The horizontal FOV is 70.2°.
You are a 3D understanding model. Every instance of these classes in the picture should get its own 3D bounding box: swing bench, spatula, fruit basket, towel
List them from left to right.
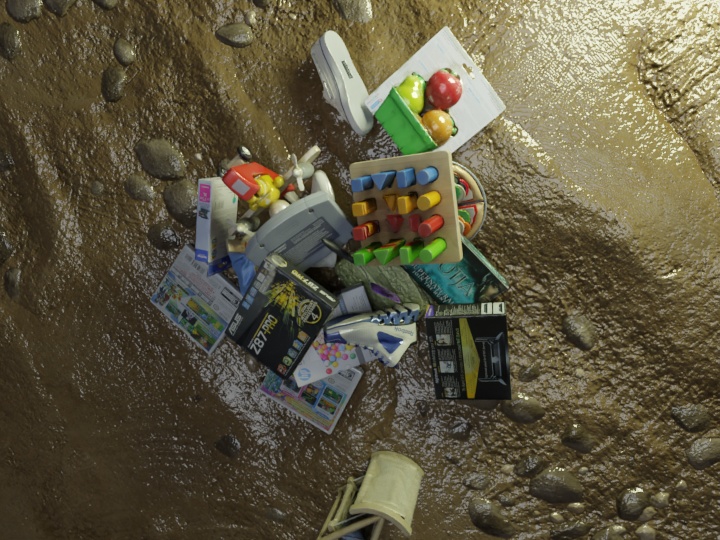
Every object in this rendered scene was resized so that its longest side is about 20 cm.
[{"bbox_3d":[0.000,0.000,1.004,0.200,0.057,0.021,42,99,-17],"label":"spatula"},{"bbox_3d":[0.023,0.512,1.105,0.129,0.199,0.201,38,109,4],"label":"swing bench"},{"bbox_3d":[0.047,0.034,1.075,0.148,0.036,0.201,-36,93,20],"label":"towel"},{"bbox_3d":[0.135,-0.308,0.954,0.199,0.094,0.186,-38,91,11],"label":"fruit basket"}]

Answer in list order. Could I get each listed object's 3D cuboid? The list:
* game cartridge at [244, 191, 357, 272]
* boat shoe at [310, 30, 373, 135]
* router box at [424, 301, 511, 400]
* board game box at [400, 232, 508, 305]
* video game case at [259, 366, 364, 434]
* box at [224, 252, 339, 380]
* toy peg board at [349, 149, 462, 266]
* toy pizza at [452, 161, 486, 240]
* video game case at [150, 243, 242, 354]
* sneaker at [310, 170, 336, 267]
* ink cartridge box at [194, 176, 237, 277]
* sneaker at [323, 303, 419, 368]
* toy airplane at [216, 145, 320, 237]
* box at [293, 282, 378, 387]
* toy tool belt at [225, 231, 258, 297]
[{"bbox_3d":[-0.117,-0.063,0.988,0.199,0.133,0.041,-33,49,12],"label":"game cartridge"},{"bbox_3d":[-0.041,-0.355,1.001,0.069,0.071,0.202,-16,103,45],"label":"boat shoe"},{"bbox_3d":[0.219,0.165,1.029,0.155,0.052,0.203,-3,115,16],"label":"router box"},{"bbox_3d":[0.174,-0.003,1.002,0.200,0.028,0.135,43,123,-9],"label":"board game box"},{"bbox_3d":[-0.115,0.253,1.177,0.198,0.024,0.184,29,108,6],"label":"video game case"},{"bbox_3d":[-0.155,0.091,0.992,0.161,0.049,0.201,37,115,5],"label":"box"},{"bbox_3d":[0.066,-0.099,0.922,0.197,0.098,0.202,-2,106,28],"label":"toy peg board"},{"bbox_3d":[0.141,-0.115,0.982,0.197,0.032,0.202,6,125,9],"label":"toy pizza"},{"bbox_3d":[-0.379,0.069,1.208,0.200,0.022,0.183,41,109,2],"label":"video game case"},{"bbox_3d":[-0.092,-0.102,1.051,0.079,0.070,0.203,-4,102,-16],"label":"sneaker"},{"bbox_3d":[-0.307,-0.096,1.097,0.041,0.119,0.203,8,105,12],"label":"ink cartridge box"},{"bbox_3d":[0.029,0.139,1.006,0.196,0.081,0.117,-9,97,-7],"label":"sneaker"},{"bbox_3d":[-0.173,-0.150,1.012,0.142,0.197,0.201,57,155,20],"label":"toy airplane"},{"bbox_3d":[-0.062,0.132,1.060,0.197,0.041,0.158,-19,99,1],"label":"box"},{"bbox_3d":[-0.219,0.018,1.096,0.124,0.123,0.202,-17,98,25],"label":"toy tool belt"}]
